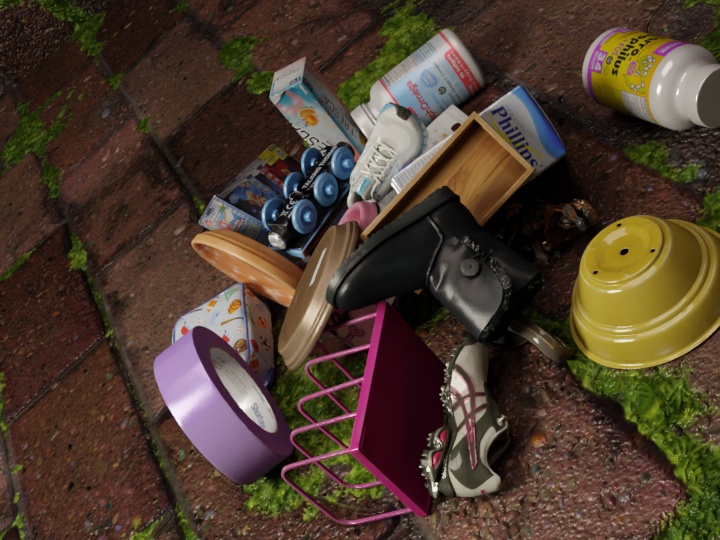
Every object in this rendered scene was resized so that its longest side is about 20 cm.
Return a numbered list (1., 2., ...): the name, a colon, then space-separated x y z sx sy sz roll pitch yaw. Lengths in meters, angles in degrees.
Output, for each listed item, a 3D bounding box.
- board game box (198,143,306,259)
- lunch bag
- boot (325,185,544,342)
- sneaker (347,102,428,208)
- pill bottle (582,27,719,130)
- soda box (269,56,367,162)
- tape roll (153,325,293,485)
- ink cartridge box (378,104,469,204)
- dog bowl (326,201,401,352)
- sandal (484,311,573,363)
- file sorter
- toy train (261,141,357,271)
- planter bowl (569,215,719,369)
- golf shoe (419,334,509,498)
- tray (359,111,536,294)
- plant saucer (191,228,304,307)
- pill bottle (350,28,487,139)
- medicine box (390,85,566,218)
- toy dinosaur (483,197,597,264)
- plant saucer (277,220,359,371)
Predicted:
1. board game box: -0.104 -0.072 1.609 0.062 0.199 0.200 -53 -1 36
2. lunch bag: -0.203 0.120 1.566 0.160 0.076 0.201 -33 36 18
3. boot: 0.083 0.019 1.201 0.200 0.077 0.168 -38 66 -12
4. sneaker: 0.028 -0.137 1.427 0.087 0.075 0.200 -52 -9 -31
5. pill bottle: 0.374 -0.236 1.353 0.104 0.104 0.200 -46 35 -6
6. soda box: -0.056 -0.230 1.687 0.063 0.200 0.069 -22 40 26
7. tape roll: -0.170 0.168 1.365 0.066 0.200 0.200 -37 34 5
8. ink cartridge box: 0.098 -0.134 1.567 0.200 0.057 0.163 -37 34 0
9. dog bowl: 0.000 0.000 1.412 0.200 0.073 0.201 -159 90 -75
10. sandal: 0.166 0.069 1.269 0.200 0.081 0.055 34 97 48
11. file sorter: 0.004 0.169 1.248 0.125 0.139 0.201 -19 40 32
12. toy train: -0.055 -0.088 1.515 0.086 0.115 0.200 4 49 40
13. planter bowl: 0.301 0.002 1.184 0.200 0.084 0.201 -26 38 22
14. golf shoe: 0.128 0.163 1.207 0.087 0.077 0.201 2 53 20
15. tray: 0.103 -0.079 1.288 0.200 0.099 0.037 -47 -6 10
16. plant saucer: -0.141 -0.003 1.521 0.200 0.200 0.038 14 72 51
17. pill bottle: 0.087 -0.270 1.671 0.200 0.109 0.109 -38 34 7
18. medicine box: 0.154 -0.132 1.385 0.200 0.103 0.182 -36 -1 10
19. toy dinosaur: 0.195 -0.039 1.353 0.200 0.102 0.136 -35 13 51
20. plant saucer: -0.055 0.027 1.340 0.201 0.029 0.200 -62 10 20
